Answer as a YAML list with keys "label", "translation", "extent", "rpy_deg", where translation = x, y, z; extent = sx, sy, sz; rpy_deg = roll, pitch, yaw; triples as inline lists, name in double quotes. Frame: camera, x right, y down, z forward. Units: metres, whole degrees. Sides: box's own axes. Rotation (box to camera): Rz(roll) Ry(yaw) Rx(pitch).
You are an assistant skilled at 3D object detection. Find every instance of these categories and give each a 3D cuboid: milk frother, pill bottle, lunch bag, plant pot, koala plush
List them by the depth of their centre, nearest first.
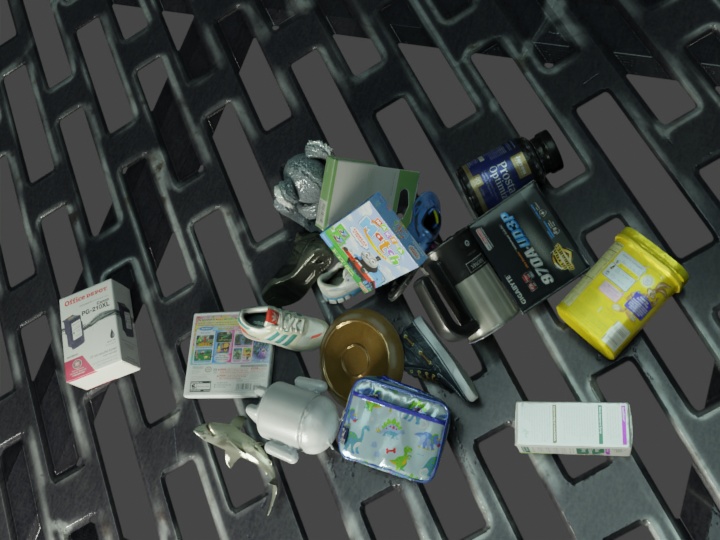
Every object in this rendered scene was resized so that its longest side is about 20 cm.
- label: "lunch bag"
  translation: [0.063, 0.288, 1.459]
  extent: [0.196, 0.082, 0.164]
  rpy_deg: [18, 89, 8]
- label: "milk frother"
  translation: [0.169, 0.050, 1.515]
  extent: [0.179, 0.200, 0.190]
  rpy_deg: [-32, 88, -19]
- label: "plant pot"
  translation: [-0.006, 0.177, 1.549]
  extent: [0.196, 0.027, 0.205]
  rpy_deg: [-3, 84, 31]
- label: "pill bottle"
  translation: [0.299, -0.197, 1.578]
  extent: [0.197, 0.112, 0.113]
  rpy_deg: [-27, 64, 7]
- label: "koala plush"
  translation: [-0.097, -0.180, 1.655]
  extent: [0.183, 0.200, 0.178]
  rpy_deg: [41, 85, 27]

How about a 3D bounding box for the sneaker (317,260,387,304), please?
- label: "sneaker"
  translation: [0.000, 0.000, 1.619]
  extent: [0.197, 0.087, 0.076]
  rpy_deg: [-29, 62, 5]

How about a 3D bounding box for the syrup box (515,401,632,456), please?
- label: "syrup box"
  translation: [0.375, 0.279, 1.390]
  extent: [0.196, 0.079, 0.083]
  rpy_deg: [-1, 69, 18]

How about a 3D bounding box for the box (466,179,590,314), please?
- label: "box"
  translation: [0.320, -0.045, 1.511]
  extent: [0.157, 0.046, 0.202]
  rpy_deg: [-33, 86, 3]

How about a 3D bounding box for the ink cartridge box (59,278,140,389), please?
- label: "ink cartridge box"
  translation: [-0.583, 0.141, 1.761]
  extent: [0.142, 0.084, 0.204]
  rpy_deg: [-20, 65, 9]

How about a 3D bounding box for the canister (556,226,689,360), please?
- label: "canister"
  translation: [0.474, 0.043, 1.444]
  extent: [0.200, 0.087, 0.148]
  rpy_deg: [-46, 63, -1]

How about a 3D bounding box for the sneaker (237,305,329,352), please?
- label: "sneaker"
  translation: [-0.158, 0.114, 1.609]
  extent: [0.195, 0.094, 0.072]
  rpy_deg: [9, 71, 7]

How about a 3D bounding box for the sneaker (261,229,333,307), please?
- label: "sneaker"
  translation: [-0.133, -0.009, 1.678]
  extent: [0.199, 0.076, 0.115]
  rpy_deg: [-44, 26, 24]

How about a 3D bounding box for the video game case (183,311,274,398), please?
- label: "video game case"
  translation: [-0.276, 0.178, 1.679]
  extent: [0.196, 0.024, 0.186]
  rpy_deg: [-3, 69, 18]

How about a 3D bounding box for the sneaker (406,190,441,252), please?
- label: "sneaker"
  translation: [0.140, -0.107, 1.575]
  extent: [0.078, 0.066, 0.201]
  rpy_deg: [-41, 15, 37]

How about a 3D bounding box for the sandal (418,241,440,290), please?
- label: "sandal"
  translation: [0.155, -0.017, 1.592]
  extent: [0.201, 0.050, 0.083]
  rpy_deg: [37, 87, 25]

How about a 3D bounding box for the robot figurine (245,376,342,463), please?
- label: "robot figurine"
  translation: [-0.123, 0.286, 1.536]
  extent: [0.196, 0.113, 0.172]
  rpy_deg: [14, 67, 23]

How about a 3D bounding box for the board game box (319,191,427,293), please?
- label: "board game box"
  translation: [0.021, -0.048, 1.495]
  extent: [0.037, 0.199, 0.152]
  rpy_deg: [-42, 98, -34]

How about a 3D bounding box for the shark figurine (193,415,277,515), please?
- label: "shark figurine"
  translation: [-0.232, 0.378, 1.574]
  extent: [0.213, 0.128, 0.090]
  rpy_deg: [38, 110, 9]

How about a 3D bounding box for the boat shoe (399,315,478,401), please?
- label: "boat shoe"
  translation: [0.139, 0.190, 1.515]
  extent: [0.091, 0.071, 0.201]
  rpy_deg: [-41, 59, 8]

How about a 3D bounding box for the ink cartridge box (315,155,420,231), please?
- label: "ink cartridge box"
  translation: [0.015, -0.148, 1.616]
  extent: [0.048, 0.196, 0.149]
  rpy_deg: [34, 117, 59]
